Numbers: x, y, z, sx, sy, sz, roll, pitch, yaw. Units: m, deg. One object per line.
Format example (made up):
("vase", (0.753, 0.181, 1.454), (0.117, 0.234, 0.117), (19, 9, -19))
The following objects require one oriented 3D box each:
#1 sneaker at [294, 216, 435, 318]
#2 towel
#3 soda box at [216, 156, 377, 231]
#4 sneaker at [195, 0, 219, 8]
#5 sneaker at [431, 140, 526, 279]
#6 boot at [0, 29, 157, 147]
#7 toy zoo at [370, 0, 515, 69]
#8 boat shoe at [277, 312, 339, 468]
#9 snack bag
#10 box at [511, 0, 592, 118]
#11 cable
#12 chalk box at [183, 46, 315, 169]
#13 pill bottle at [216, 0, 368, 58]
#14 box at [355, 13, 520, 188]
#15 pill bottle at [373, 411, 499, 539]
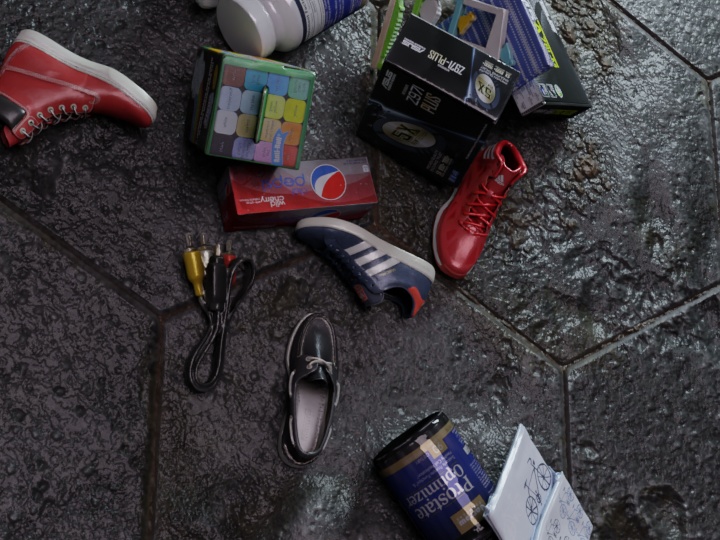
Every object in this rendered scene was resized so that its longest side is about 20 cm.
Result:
("sneaker", (0.000, 0.000, 1.700), (0.198, 0.075, 0.085), (23, 70, -11))
("towel", (0.164, -0.294, 1.801), (0.024, 0.199, 0.146), (-11, 74, -50))
("soda box", (-0.083, -0.100, 1.702), (0.198, 0.063, 0.071), (-6, 74, -24))
("sneaker", (-0.182, -0.437, 1.771), (0.114, 0.073, 0.200), (45, 52, 0))
("sneaker", (0.161, -0.094, 1.773), (0.078, 0.115, 0.202), (21, 65, -14))
("boot", (-0.362, -0.191, 1.612), (0.198, 0.072, 0.145), (25, 66, -5))
("toy zoo", (0.119, -0.310, 1.781), (0.199, 0.020, 0.132), (23, 104, 23))
("boat shoe", (-0.060, 0.144, 1.633), (0.073, 0.060, 0.202), (18, 67, -15))
("snack bag", (0.229, 0.316, 1.651), (0.201, 0.021, 0.189), (58, 34, -18))
("box", (0.243, -0.315, 1.868), (0.193, 0.047, 0.202), (-9, 74, -57))
("cable", (-0.181, 0.053, 1.636), (0.096, 0.050, 0.202), (8, 82, -38))
("chalk box", (-0.134, -0.200, 1.618), (0.123, 0.200, 0.126), (8, 101, -20))
("pill bottle", (-0.089, -0.366, 1.756), (0.199, 0.116, 0.116), (-36, 89, -28))
("box", (0.098, -0.218, 1.724), (0.163, 0.200, 0.087), (29, 65, 0))
("pill bottle", (0.114, 0.287, 1.632), (0.111, 0.112, 0.201), (-34, 88, -28))
